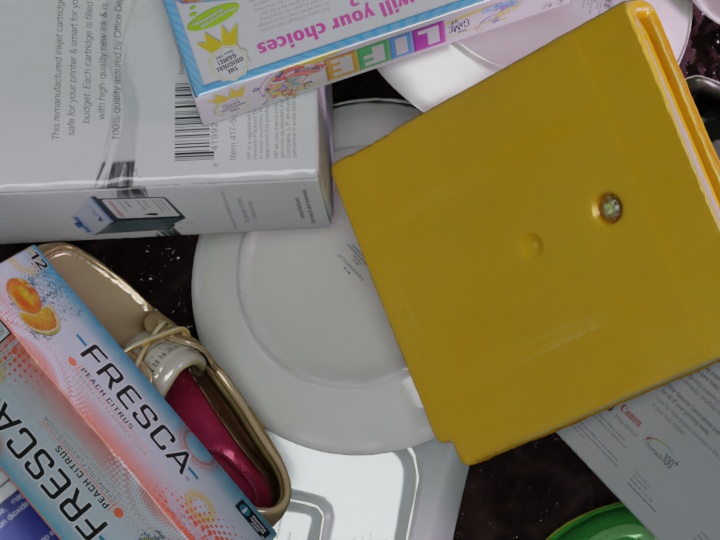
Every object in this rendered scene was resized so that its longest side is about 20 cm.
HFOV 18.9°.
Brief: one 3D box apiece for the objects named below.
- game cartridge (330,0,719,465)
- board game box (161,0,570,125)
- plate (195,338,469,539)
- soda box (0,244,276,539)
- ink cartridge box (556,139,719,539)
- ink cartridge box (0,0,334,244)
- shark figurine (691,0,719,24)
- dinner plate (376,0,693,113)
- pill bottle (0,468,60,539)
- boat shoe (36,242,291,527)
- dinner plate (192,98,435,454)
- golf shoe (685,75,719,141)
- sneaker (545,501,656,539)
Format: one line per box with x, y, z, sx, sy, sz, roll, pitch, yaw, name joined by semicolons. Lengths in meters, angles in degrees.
0.093;-0.013;1.081;0.200;0.032;0.176;-27;81;37;game cartridge
-0.008;-0.169;1.115;0.200;0.034;0.135;-18;69;-2;board game box
-0.047;0.150;1.217;0.200;0.032;0.200;11;90;-1;plate
-0.137;0.087;1.099;0.064;0.068;0.200;-40;89;28;soda box
0.200;0.054;1.082;0.084;0.200;0.176;28;101;-32;ink cartridge box
-0.117;-0.098;1.160;0.200;0.086;0.147;-3;71;6;ink cartridge box
0.192;-0.225;1.171;0.128;0.089;0.215;33;47;-26;shark figurine
0.086;-0.161;1.156;0.200;0.024;0.200;4;73;-14;dinner plate
-0.199;0.129;1.149;0.116;0.116;0.200;-40;88;0;pill bottle
-0.105;0.059;1.155;0.200;0.069;0.074;48;59;-4;boat shoe
0.000;0.000;1.183;0.200;0.024;0.200;-3;76;14;dinner plate
0.238;-0.036;1.147;0.200;0.097;0.078;36;86;32;golf shoe
0.098;0.207;1.187;0.200;0.084;0.074;-40;97;-11;sneaker
